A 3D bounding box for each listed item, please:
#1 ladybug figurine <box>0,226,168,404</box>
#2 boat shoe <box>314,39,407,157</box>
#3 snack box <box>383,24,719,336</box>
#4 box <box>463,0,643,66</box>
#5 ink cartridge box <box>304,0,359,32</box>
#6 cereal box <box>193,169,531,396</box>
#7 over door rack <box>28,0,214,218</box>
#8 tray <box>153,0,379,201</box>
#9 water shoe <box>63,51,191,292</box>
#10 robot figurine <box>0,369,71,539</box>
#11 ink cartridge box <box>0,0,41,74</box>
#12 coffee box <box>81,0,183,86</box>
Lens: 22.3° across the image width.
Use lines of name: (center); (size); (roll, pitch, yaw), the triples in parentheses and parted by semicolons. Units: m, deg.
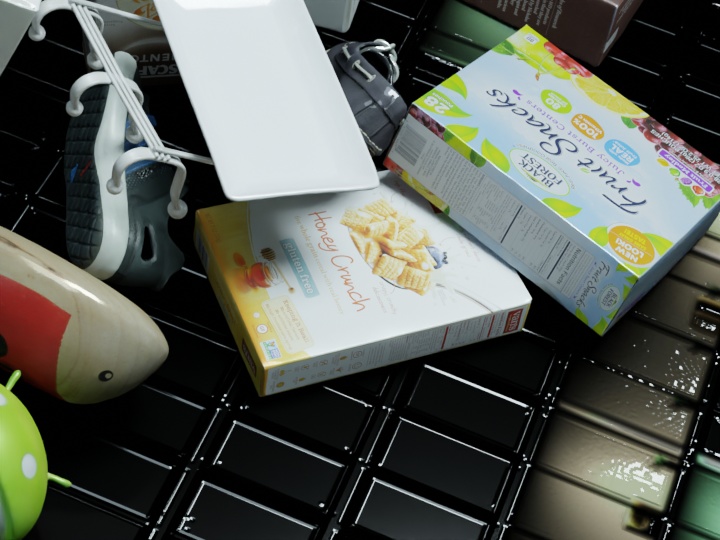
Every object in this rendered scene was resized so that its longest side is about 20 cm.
ladybug figurine: (-0.217, 0.025, 1.161); (0.199, 0.136, 0.072); (26, 77, 18)
boat shoe: (0.009, -0.129, 1.305); (0.073, 0.063, 0.200); (49, 15, -14)
snack box: (0.144, -0.069, 1.301); (0.200, 0.068, 0.169); (38, 42, 15)
box: (0.130, -0.256, 1.469); (0.199, 0.075, 0.100); (29, 53, 10)
ink cartridge box: (-0.051, -0.301, 1.462); (0.144, 0.084, 0.201); (15, 51, 3)
cereal box: (0.000, 0.000, 1.266); (0.199, 0.040, 0.144); (-14, 54, -19)
over door rack: (-0.120, -0.110, 1.248); (0.199, 0.067, 0.148); (-3, 54, -46)
tray: (-0.067, -0.120, 1.211); (0.107, 0.022, 0.201); (-5, 53, -23)
water shoe: (-0.162, -0.065, 1.285); (0.079, 0.071, 0.201); (23, 45, -28)
robot figurine: (-0.272, 0.131, 1.068); (0.199, 0.116, 0.176); (-24, 87, -27)
ink cartridge box: (-0.276, -0.181, 1.246); (0.084, 0.200, 0.147); (22, 49, -20)
coffee box: (-0.141, -0.228, 1.315); (0.114, 0.200, 0.080); (-5, 55, -14)
